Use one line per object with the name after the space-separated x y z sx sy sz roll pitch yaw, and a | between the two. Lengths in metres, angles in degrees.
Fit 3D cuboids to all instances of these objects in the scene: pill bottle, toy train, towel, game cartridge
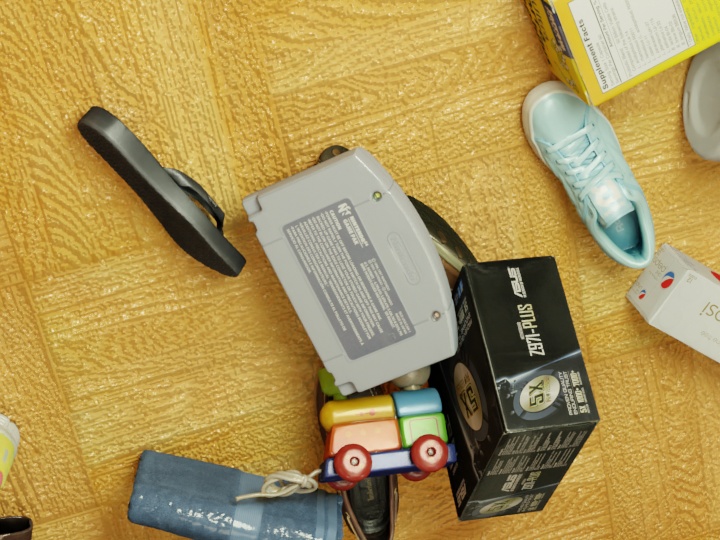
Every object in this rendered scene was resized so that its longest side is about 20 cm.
0.404 -0.150 1.399 0.199 0.111 0.112 1 115 -15 | pill bottle
-0.020 0.138 1.401 0.199 0.085 0.116 -6 76 -11 | toy train
-0.114 0.223 1.429 0.199 0.112 0.049 14 104 -3 | towel
0.000 0.000 1.333 0.133 0.041 0.200 -21 106 20 | game cartridge

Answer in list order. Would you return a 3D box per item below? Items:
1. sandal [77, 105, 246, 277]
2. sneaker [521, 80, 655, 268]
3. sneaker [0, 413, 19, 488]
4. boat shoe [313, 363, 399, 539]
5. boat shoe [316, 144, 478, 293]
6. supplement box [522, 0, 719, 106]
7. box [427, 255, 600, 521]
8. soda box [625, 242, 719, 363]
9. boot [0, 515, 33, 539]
-0.158 -0.068 1.322 0.043 0.076 0.200 -50 121 -18 | sandal
0.218 -0.084 1.401 0.074 0.082 0.200 -37 118 4 | sneaker
-0.394 0.205 1.381 0.200 0.090 0.078 -36 120 6 | sneaker
0.003 0.176 1.480 0.070 0.070 0.201 -15 117 -3 | boat shoe
0.026 -0.030 1.389 0.200 0.076 0.074 37 107 -18 | boat shoe
0.246 -0.245 1.314 0.200 0.110 0.109 -27 119 -1 | supplement box
0.128 0.108 1.381 0.086 0.164 0.200 -5 151 -12 | box
0.361 0.053 1.515 0.200 0.064 0.068 28 107 -24 | soda box
-0.397 0.311 1.442 0.199 0.072 0.167 -9 120 -21 | boot
